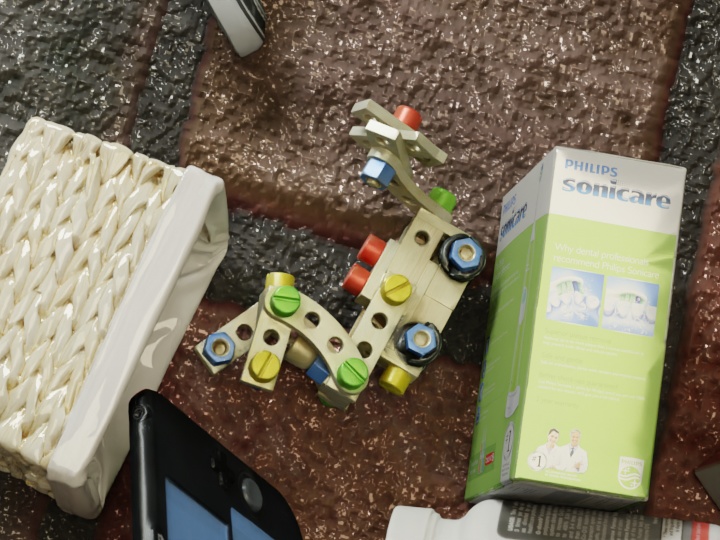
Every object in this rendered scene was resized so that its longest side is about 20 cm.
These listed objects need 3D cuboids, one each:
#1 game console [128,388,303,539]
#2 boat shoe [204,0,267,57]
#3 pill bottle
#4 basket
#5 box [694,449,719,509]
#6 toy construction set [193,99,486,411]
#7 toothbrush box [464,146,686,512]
[{"bbox_3d":[-0.076,0.186,1.413,0.031,0.177,0.200,-19,52,17],"label":"game console"},{"bbox_3d":[-0.087,-0.233,1.556,0.068,0.074,0.200,-21,74,2],"label":"boat shoe"},{"bbox_3d":[0.113,0.196,1.475,0.199,0.116,0.116,6,78,8],"label":"pill bottle"},{"bbox_3d":[-0.172,0.025,1.462,0.123,0.136,0.200,24,76,5],"label":"basket"},{"bbox_3d":[0.328,0.099,1.523,0.200,0.152,0.106,-35,88,-14],"label":"box"},{"bbox_3d":[0.000,0.000,1.525,0.131,0.092,0.200,29,87,-3],"label":"toy construction set"},{"bbox_3d":[0.127,0.042,1.504,0.086,0.146,0.201,8,78,-7],"label":"toothbrush box"}]
